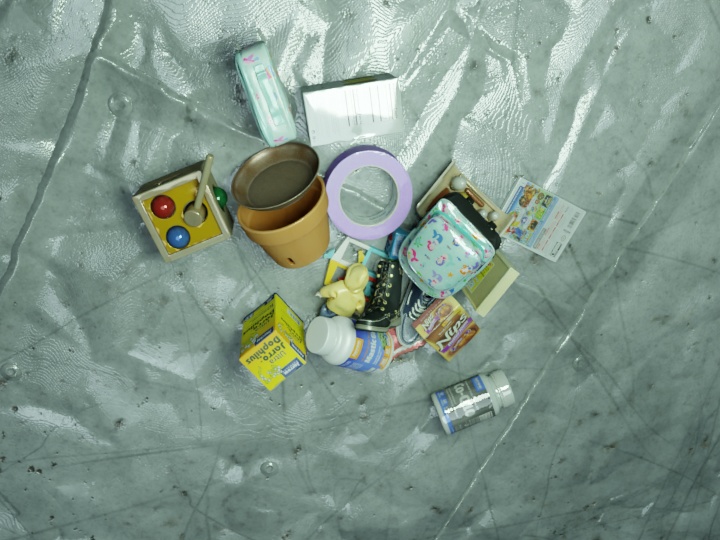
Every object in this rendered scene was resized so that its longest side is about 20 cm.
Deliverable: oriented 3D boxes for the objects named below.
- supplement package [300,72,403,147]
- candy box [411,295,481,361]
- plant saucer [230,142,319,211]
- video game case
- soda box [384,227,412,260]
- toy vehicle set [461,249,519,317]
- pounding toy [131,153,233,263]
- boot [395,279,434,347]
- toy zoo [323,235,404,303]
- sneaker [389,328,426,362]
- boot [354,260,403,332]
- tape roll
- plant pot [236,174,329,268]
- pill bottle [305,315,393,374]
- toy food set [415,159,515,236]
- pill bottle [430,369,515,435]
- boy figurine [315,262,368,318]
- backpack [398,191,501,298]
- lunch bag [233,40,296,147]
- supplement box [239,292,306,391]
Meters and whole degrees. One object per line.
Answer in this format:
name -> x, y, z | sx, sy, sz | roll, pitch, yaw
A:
supplement package -> -0.019, -0.338, 1.273 | 0.197, 0.114, 0.111 | -10, 114, -5
candy box -> 0.209, 0.138, 1.464 | 0.117, 0.057, 0.200 | -44, 145, 3
plant saucer -> -0.174, -0.190, 1.279 | 0.198, 0.202, 0.037 | -21, 138, 1
video game case -> 0.428, -0.122, 1.472 | 0.198, 0.018, 0.145 | 23, 107, -16
soda box -> 0.162, -0.048, 1.437 | 0.197, 0.068, 0.065 | 13, 108, -12
toy vehicle set -> 0.285, 0.010, 1.406 | 0.026, 0.201, 0.125 | 32, 106, -18
pounding toy -> -0.360, -0.140, 1.290 | 0.197, 0.143, 0.186 | -21, 113, 1
boot -> 0.136, 0.088, 1.446 | 0.072, 0.090, 0.203 | 12, 92, -11
toy zoo -> 0.000, 0.000, 1.460 | 0.198, 0.021, 0.133 | 23, 107, -15
sneaker -> 0.070, 0.177, 1.524 | 0.198, 0.074, 0.088 | -29, 103, -3
boot -> 0.044, 0.056, 1.370 | 0.072, 0.203, 0.157 | 6, 95, 23
tape roll -> 0.015, -0.175, 1.370 | 0.196, 0.066, 0.203 | -2, 112, -6
plant pot -> -0.150, -0.102, 1.318 | 0.197, 0.201, 0.141 | -21, 133, 1
pill bottle -> -0.026, 0.169, 1.406 | 0.198, 0.112, 0.113 | 21, 109, -40
toy food set -> 0.239, -0.132, 1.382 | 0.199, 0.060, 0.144 | 41, 81, -9
pill bottle -> 0.293, 0.339, 1.585 | 0.197, 0.114, 0.115 | -23, 113, 1
boy figurine -> -0.044, 0.065, 1.435 | 0.123, 0.065, 0.202 | 21, 119, -14
backpack -> 0.180, -0.041, 1.308 | 0.178, 0.150, 0.200 | 46, 128, 2
lunch bag -> -0.191, -0.355, 1.217 | 0.076, 0.161, 0.202 | -20, 114, 1
supplement box -> -0.201, 0.159, 1.399 | 0.108, 0.200, 0.110 | -38, 112, 8
